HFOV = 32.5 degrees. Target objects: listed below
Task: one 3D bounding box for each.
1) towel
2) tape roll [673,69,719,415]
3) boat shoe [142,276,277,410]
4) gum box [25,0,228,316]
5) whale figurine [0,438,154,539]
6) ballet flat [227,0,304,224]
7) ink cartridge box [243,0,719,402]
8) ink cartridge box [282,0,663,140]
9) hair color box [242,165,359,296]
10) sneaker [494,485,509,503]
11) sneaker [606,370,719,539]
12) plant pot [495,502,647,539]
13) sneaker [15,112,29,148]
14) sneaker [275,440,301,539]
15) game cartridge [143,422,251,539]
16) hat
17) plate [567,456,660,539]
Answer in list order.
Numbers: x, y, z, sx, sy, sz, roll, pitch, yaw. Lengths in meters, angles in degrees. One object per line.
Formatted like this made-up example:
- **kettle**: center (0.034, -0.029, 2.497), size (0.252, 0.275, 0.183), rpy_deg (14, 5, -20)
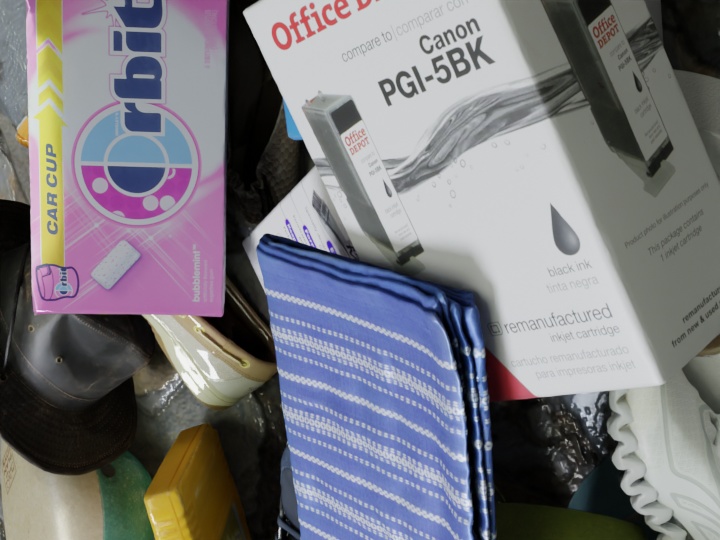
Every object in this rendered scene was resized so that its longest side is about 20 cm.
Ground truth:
- **towel**: center (0.006, 0.088, 0.569), size (0.144, 0.024, 0.202), rpy_deg (17, 120, 48)
- **tape roll**: center (0.149, -0.007, 0.597), size (0.201, 0.037, 0.204), rpy_deg (21, 143, 16)
- **boat shoe**: center (-0.123, -0.001, 0.827), size (0.066, 0.074, 0.201), rpy_deg (-27, 110, 27)
- **gum box**: center (-0.135, -0.078, 0.734), size (0.112, 0.066, 0.202), rpy_deg (1, 104, -6)
- **whale figurine**: center (-0.224, 0.158, 0.963), size (0.201, 0.103, 0.160), rpy_deg (58, 134, 38)
- **ballet flat**: center (-0.064, -0.125, 0.768), size (0.067, 0.046, 0.202), rpy_deg (16, 114, 31)
- **ink cartridge box**: center (0.055, -0.053, 0.517), size (0.146, 0.083, 0.201), rpy_deg (-15, 104, 53)
- **ink cartridge box**: center (0.052, -0.149, 0.649), size (0.198, 0.084, 0.146), rpy_deg (3, 108, 35)
- **hair color box**: center (0.000, 0.000, 0.695), size (0.110, 0.064, 0.200), rpy_deg (64, 162, 2)
- **sneaker**: center (0.049, 0.142, 0.717), size (0.200, 0.075, 0.085), rpy_deg (39, 154, 0)
- **sneaker**: center (0.181, 0.113, 0.615), size (0.080, 0.075, 0.201), rpy_deg (-16, 109, 29)
- **plant pot**: center (0.089, 0.227, 0.626), size (0.186, 0.187, 0.202), rpy_deg (-5, 68, 37)
- **sneaker**: center (-0.151, -0.122, 0.825), size (0.077, 0.078, 0.200), rpy_deg (49, 131, -7)
- **sneaker**: center (-0.041, 0.196, 0.695), size (0.077, 0.146, 0.204), rpy_deg (27, 144, 38)
- **game cartridge**: center (-0.090, 0.215, 0.830), size (0.032, 0.176, 0.202), rpy_deg (-14, 97, 2)
- **hat**: center (-0.191, 0.031, 0.840), size (0.080, 0.200, 0.202), rpy_deg (-24, 90, 23)
- **plate**: center (0.196, 0.190, 0.691), size (0.199, 0.025, 0.202), rpy_deg (13, 111, 34)
